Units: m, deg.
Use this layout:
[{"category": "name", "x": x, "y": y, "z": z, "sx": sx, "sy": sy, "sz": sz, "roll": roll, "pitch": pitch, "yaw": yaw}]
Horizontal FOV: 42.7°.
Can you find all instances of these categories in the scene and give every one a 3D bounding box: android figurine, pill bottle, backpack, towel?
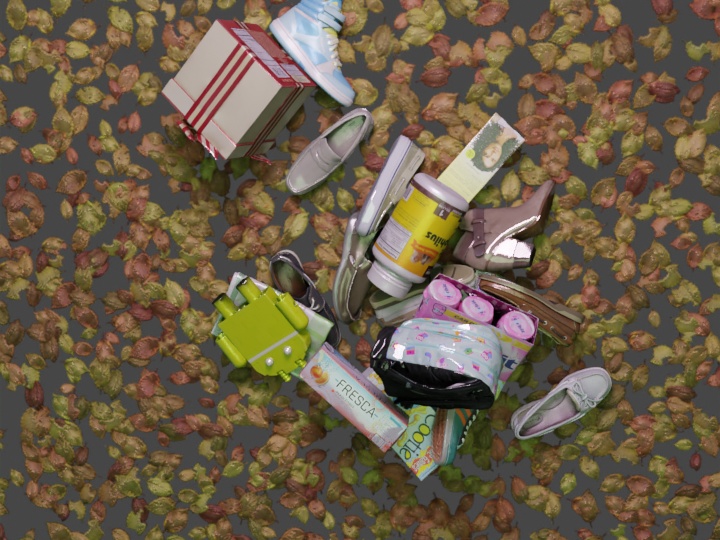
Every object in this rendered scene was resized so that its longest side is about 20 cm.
[{"category": "android figurine", "x": -0.169, "y": 0.110, "z": 1.628, "sx": 0.181, "sy": 0.041, "sz": 0.201, "roll": -30, "pitch": 105, "yaw": 26}, {"category": "pill bottle", "x": 0.093, "y": -0.056, "z": 1.575, "sx": 0.108, "sy": 0.109, "sz": 0.201, "roll": 31, "pitch": 103, "yaw": 0}, {"category": "backpack", "x": 0.130, "y": 0.153, "z": 1.493, "sx": 0.197, "sy": 0.167, "sz": 0.128, "roll": 4, "pitch": 64, "yaw": 23}, {"category": "towel", "x": -0.162, "y": 0.104, "z": 1.657, "sx": 0.198, "sy": 0.031, "sz": 0.150, "roll": 28, "pitch": 123, "yaw": 1}]

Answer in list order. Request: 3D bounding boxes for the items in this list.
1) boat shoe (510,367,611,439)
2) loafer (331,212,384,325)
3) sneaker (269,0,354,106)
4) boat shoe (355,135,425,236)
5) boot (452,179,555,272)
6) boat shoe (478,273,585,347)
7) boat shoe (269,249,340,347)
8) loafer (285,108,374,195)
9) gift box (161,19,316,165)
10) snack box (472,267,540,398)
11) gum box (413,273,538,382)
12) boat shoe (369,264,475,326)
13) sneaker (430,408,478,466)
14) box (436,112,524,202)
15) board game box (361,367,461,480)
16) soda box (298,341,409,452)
[{"category": "boat shoe", "x": 0.363, "y": 0.243, "z": 1.654, "sx": 0.200, "sy": 0.065, "sz": 0.075, "roll": -28, "pitch": 94, "yaw": 5}, {"category": "loafer", "x": 0.000, "y": 0.000, "z": 1.639, "sx": 0.069, "sy": 0.075, "sz": 0.203, "roll": 11, "pitch": 96, "yaw": 24}, {"category": "sneaker", "x": -0.052, "y": -0.396, "z": 1.611, "sx": 0.130, "sy": 0.080, "sz": 0.200, "roll": -42, "pitch": 93, "yaw": 7}, {"category": "boat shoe", "x": 0.055, "y": -0.143, "z": 1.609, "sx": 0.062, "sy": 0.072, "sz": 0.202, "roll": 28, "pitch": 74, "yaw": -7}, {"category": "boot", "x": 0.250, "y": -0.087, "z": 1.626, "sx": 0.145, "sy": 0.071, "sz": 0.202, "roll": 12, "pitch": 62, "yaw": 24}, {"category": "boat shoe", "x": 0.288, "y": 0.070, "z": 1.588, "sx": 0.198, "sy": 0.072, "sz": 0.069, "roll": 24, "pitch": 91, "yaw": -1}, {"category": "boat shoe", "x": -0.103, "y": 0.058, "z": 1.662, "sx": 0.071, "sy": 0.068, "sz": 0.201, "roll": -30, "pitch": 95, "yaw": 3}, {"category": "loafer", "x": -0.058, "y": -0.212, "z": 1.631, "sx": 0.070, "sy": 0.070, "sz": 0.200, "roll": 44, "pitch": 96, "yaw": -2}, {"category": "gift box", "x": -0.202, "y": -0.286, "z": 1.554, "sx": 0.200, "sy": 0.184, "sz": 0.187, "roll": 49, "pitch": 113, "yaw": 10}, {"category": "snack box", "x": 0.226, "y": 0.109, "z": 1.654, "sx": 0.141, "sy": 0.053, "sz": 0.202, "roll": 26, "pitch": 94, "yaw": -2}, {"category": "gum box", "x": 0.185, "y": 0.095, "z": 1.560, "sx": 0.198, "sy": 0.067, "sz": 0.114, "roll": 24, "pitch": 136, "yaw": -3}, {"category": "boat shoe", "x": 0.118, "y": 0.047, "z": 1.643, "sx": 0.198, "sy": 0.075, "sz": 0.069, "roll": -16, "pitch": 116, "yaw": 22}, {"category": "sneaker", "x": 0.174, "y": 0.240, "z": 1.575, "sx": 0.079, "sy": 0.071, "sz": 0.202, "roll": 18, "pitch": 65, "yaw": -12}, {"category": "box", "x": 0.197, "y": -0.179, "z": 1.632, "sx": 0.075, "sy": 0.050, "sz": 0.200, "roll": 40, "pitch": 97, "yaw": 0}, {"category": "board game box", "x": 0.080, "y": 0.255, "z": 1.650, "sx": 0.103, "sy": 0.105, "sz": 0.200, "roll": -41, "pitch": 91, "yaw": 6}, {"category": "soda box", "x": -0.009, "y": 0.214, "z": 1.566, "sx": 0.200, "sy": 0.068, "sz": 0.064, "roll": 42, "pitch": 98, "yaw": 0}]
